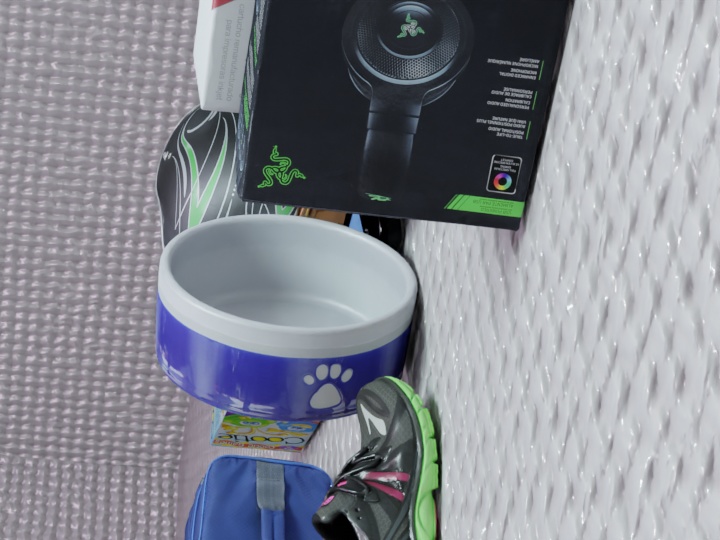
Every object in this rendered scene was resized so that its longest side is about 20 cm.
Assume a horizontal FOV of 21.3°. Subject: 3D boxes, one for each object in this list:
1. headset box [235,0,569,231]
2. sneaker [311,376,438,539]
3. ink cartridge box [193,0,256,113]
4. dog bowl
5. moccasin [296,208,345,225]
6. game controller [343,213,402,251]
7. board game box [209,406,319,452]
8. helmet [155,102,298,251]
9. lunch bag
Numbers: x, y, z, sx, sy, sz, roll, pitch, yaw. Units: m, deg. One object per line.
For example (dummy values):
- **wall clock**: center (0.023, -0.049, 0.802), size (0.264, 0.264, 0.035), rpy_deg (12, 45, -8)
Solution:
- **headset box**: center (0.021, -0.127, 1.122), size (0.093, 0.172, 0.202), rpy_deg (-99, 18, -61)
- **sneaker**: center (0.009, 0.155, 1.324), size (0.077, 0.083, 0.201), rpy_deg (106, 167, -49)
- **ink cartridge box**: center (0.003, -0.172, 1.199), size (0.083, 0.198, 0.148), rpy_deg (-105, 22, -59)
- **dog bowl**: center (-0.059, 0.033, 1.478), size (0.200, 0.198, 0.079), rpy_deg (-101, 17, -63)
- **moccasin**: center (-0.033, -0.136, 1.837), size (0.074, 0.077, 0.203), rpy_deg (-145, 61, -81)
- **game controller**: center (0.000, 0.000, 1.645), size (0.201, 0.042, 0.105), rpy_deg (103, 169, -46)
- **board game box**: center (-0.095, 0.117, 2.008), size (0.200, 0.102, 0.106), rpy_deg (121, 154, -70)
- **helmet**: center (-0.109, -0.068, 1.939), size (0.201, 0.198, 0.192), rpy_deg (105, 159, -47)
- **lunch bag**: center (-0.098, 0.280, 1.799), size (0.133, 0.134, 0.202), rpy_deg (108, 165, -58)
